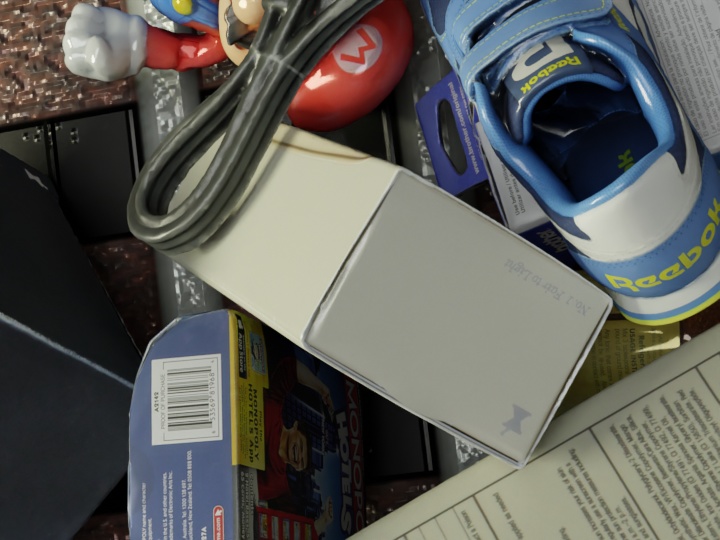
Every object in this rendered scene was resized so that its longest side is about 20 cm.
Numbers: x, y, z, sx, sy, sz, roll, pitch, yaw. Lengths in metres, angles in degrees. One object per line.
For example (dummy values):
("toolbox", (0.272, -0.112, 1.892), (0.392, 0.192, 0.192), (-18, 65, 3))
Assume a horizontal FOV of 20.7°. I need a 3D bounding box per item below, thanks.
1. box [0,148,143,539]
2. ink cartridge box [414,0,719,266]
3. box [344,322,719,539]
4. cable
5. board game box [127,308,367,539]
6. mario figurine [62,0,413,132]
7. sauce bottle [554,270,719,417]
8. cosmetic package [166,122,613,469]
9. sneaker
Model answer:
("box", (-0.207, 0.056, 0.839), (0.200, 0.117, 0.197), (-50, 39, 10))
("ink cartridge box", (0.111, -0.091, 0.797), (0.199, 0.076, 0.137), (-21, 70, 15))
("box", (0.093, 0.134, 0.721), (0.199, 0.109, 0.128), (-30, 55, 1))
("cable", (-0.017, -0.091, 0.762), (0.097, 0.050, 0.201), (19, 86, 38))
("board game box", (-0.038, 0.133, 0.792), (0.061, 0.200, 0.201), (-6, 76, 17))
("mario figurine", (-0.063, -0.134, 0.845), (0.200, 0.106, 0.124), (35, 134, 25))
("sauce bottle", (0.129, 0.030, 0.801), (0.199, 0.066, 0.066), (-1, 87, 19))
("cosmetic package", (0.000, 0.000, 0.763), (0.103, 0.200, 0.073), (31, 88, -24))
("sneaker", (0.072, -0.076, 0.720), (0.074, 0.082, 0.200), (-38, 56, 12))
